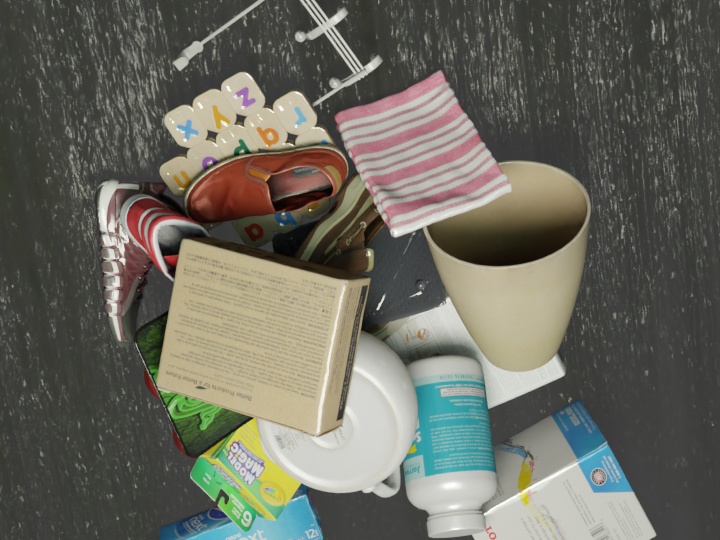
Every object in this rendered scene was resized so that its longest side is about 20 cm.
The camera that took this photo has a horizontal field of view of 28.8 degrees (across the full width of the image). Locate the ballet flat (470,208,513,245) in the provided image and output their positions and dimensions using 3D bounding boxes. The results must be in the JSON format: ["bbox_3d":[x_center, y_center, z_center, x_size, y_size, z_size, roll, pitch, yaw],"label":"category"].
[{"bbox_3d":[0.114,-0.084,1.666,0.198,0.067,0.064,26,66,-22],"label":"ballet flat"}]

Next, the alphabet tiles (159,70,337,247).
[{"bbox_3d":[-0.129,-0.126,1.617,0.198,0.015,0.197,-27,114,16],"label":"alphabet tiles"}]

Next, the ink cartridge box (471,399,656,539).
[{"bbox_3d":[0.234,0.291,1.747,0.198,0.145,0.148,-29,108,3],"label":"ink cartridge box"}]

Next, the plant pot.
[{"bbox_3d":[0.174,0.012,1.595,0.185,0.188,0.202,-13,129,-2],"label":"plant pot"}]

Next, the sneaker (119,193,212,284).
[{"bbox_3d":[-0.181,-0.004,1.587,0.200,0.112,0.072,42,84,-31],"label":"sneaker"}]

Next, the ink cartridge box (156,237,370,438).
[{"bbox_3d":[-0.103,0.066,1.473,0.198,0.075,0.167,15,98,21],"label":"ink cartridge box"}]

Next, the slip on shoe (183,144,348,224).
[{"bbox_3d":[-0.110,-0.093,1.592,0.197,0.061,0.075,-12,120,11],"label":"slip on shoe"}]

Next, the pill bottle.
[{"bbox_3d":[0.102,0.209,1.655,0.109,0.111,0.203,-5,72,-4],"label":"pill bottle"}]

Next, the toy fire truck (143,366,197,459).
[{"bbox_3d":[-0.155,0.141,1.695,0.167,0.112,0.202,-31,110,-21],"label":"toy fire truck"}]

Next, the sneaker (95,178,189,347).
[{"bbox_3d":[-0.247,-0.010,1.647,0.114,0.076,0.203,-5,106,-8],"label":"sneaker"}]

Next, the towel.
[{"bbox_3d":[0.067,-0.134,1.584,0.145,0.201,0.030,-23,142,-5],"label":"towel"}]

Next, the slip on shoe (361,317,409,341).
[{"bbox_3d":[0.004,0.053,1.692,0.060,0.076,0.200,37,107,-23],"label":"slip on shoe"}]

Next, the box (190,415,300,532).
[{"bbox_3d":[-0.105,0.197,1.643,0.118,0.048,0.201,49,63,-26],"label":"box"}]

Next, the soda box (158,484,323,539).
[{"bbox_3d":[-0.151,0.330,1.762,0.198,0.064,0.069,-21,107,0],"label":"soda box"}]

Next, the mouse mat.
[{"bbox_3d":[-0.149,0.095,1.583,0.199,0.007,0.163,-33,107,-32],"label":"mouse mat"}]

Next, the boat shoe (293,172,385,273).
[{"bbox_3d":[-0.018,-0.024,1.561,0.074,0.075,0.203,28,60,8],"label":"boat shoe"}]

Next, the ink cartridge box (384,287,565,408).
[{"bbox_3d":[0.134,0.095,1.742,0.198,0.050,0.163,-24,109,17],"label":"ink cartridge box"}]

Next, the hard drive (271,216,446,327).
[{"bbox_3d":[0.000,0.000,1.648,0.197,0.042,0.137,-12,82,16],"label":"hard drive"}]

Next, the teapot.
[{"bbox_3d":[-0.018,0.145,1.587,0.195,0.146,0.202,23,115,2],"label":"teapot"}]

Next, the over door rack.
[{"bbox_3d":[-0.093,-0.245,1.602,0.199,0.067,0.148,-33,107,19],"label":"over door rack"}]
